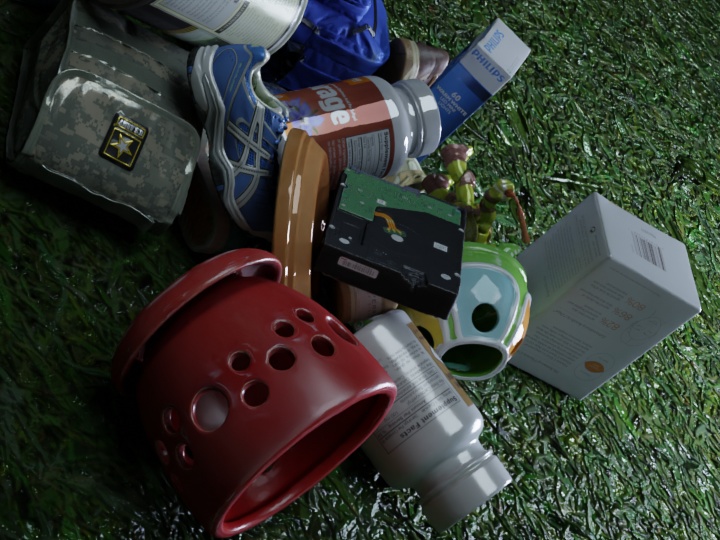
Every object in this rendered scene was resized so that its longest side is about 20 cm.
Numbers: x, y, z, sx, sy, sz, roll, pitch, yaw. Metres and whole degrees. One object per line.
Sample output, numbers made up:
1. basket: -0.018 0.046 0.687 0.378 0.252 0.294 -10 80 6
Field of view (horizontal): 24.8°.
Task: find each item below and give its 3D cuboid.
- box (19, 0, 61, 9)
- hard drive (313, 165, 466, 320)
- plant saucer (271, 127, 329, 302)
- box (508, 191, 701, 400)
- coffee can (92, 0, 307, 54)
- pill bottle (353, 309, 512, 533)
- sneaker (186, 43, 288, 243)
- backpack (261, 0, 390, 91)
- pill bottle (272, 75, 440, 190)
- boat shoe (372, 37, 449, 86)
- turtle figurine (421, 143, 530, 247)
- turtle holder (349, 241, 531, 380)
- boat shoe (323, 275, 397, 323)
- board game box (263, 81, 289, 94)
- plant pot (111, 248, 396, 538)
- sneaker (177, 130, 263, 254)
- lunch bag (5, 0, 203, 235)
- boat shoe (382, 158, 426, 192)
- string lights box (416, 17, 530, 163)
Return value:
1. box: -0.289 -0.402 1.688 0.123 0.200 0.199 8 50 -47
2. hard drive: 0.033 -0.031 1.622 0.140 0.038 0.200 21 27 -5
3. plant saucer: -0.057 -0.038 1.593 0.037 0.200 0.200 4 38 3
4. box: 0.260 0.033 1.881 0.152 0.200 0.106 28 38 -29
5. coffee can: -0.163 -0.297 1.599 0.200 0.146 0.146 18 41 -57
6. pill bottle: 0.053 0.147 1.585 0.200 0.114 0.114 54 32 8
7. sneaker: -0.104 -0.121 1.561 0.076 0.077 0.200 -73 149 -69
8. backpack: -0.057 -0.281 1.789 0.200 0.168 0.163 29 44 -31
9. pill bottle: -0.020 -0.146 1.748 0.200 0.112 0.112 -15 64 -25
10. boat shoe: 0.044 -0.206 1.884 0.072 0.200 0.072 -2 69 -21
11. turtle figurine: 0.119 -0.051 1.842 0.064 0.200 0.161 -10 54 -19
12. turtle holder: 0.094 0.038 1.731 0.185 0.141 0.132 27 40 -33
13. boat shoe: 0.000 0.000 1.674 0.069 0.074 0.200 -2 25 -7
14. board game box: -0.097 -0.211 1.861 0.200 0.043 0.199 25 37 -33
15. plant pot: -0.100 0.097 1.382 0.183 0.200 0.200 48 31 14
16. sneaker: -0.149 -0.099 1.657 0.080 0.071 0.200 14 53 -44
17. lunch bag: -0.238 -0.141 1.547 0.164 0.118 0.200 26 42 -28
18. boat shoe: 0.031 -0.083 1.855 0.063 0.073 0.201 42 24 -3
19. string lights box: 0.104 -0.202 1.947 0.059 0.200 0.103 45 32 -5
